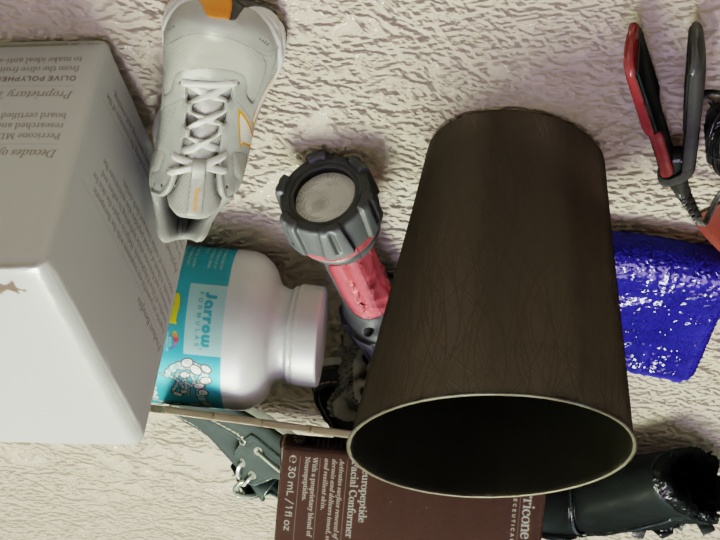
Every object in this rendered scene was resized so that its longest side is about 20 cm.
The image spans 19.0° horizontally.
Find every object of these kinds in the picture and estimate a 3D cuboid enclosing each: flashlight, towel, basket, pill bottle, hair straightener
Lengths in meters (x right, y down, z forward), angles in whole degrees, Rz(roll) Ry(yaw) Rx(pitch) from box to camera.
[{"bbox_3d":[0.000,0.000,1.423,0.068,0.068,0.200,8,151,21],"label":"flashlight"},{"bbox_3d":[0.145,0.021,1.447,0.199,0.050,0.148,7,152,0],"label":"towel"},{"bbox_3d":[0.084,0.017,1.295,0.179,0.201,0.136,-13,145,32],"label":"basket"},{"bbox_3d":[-0.124,0.037,1.477,0.198,0.111,0.111,4,152,5],"label":"pill bottle"},{"bbox_3d":[0.203,-0.080,1.256,0.076,0.041,0.200,-1,150,15],"label":"hair straightener"}]

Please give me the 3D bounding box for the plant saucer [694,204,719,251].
[{"bbox_3d":[0.346,-0.014,1.350,0.199,0.037,0.199,24,148,-30],"label":"plant saucer"}]

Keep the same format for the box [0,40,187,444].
[{"bbox_3d":[-0.234,-0.013,1.327,0.199,0.172,0.199,-1,144,14],"label":"box"}]

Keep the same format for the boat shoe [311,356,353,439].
[{"bbox_3d":[0.012,0.130,1.668,0.073,0.061,0.200,-2,150,20],"label":"boat shoe"}]

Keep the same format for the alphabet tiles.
[{"bbox_3d":[-0.066,0.109,1.536,0.166,0.008,0.200,8,176,-9],"label":"alphabet tiles"}]

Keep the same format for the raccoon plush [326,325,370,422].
[{"bbox_3d":[0.061,0.103,1.583,0.133,0.097,0.200,4,153,23],"label":"raccoon plush"}]

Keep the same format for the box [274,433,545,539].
[{"bbox_3d":[0.035,0.183,1.595,0.198,0.101,0.075,4,-176,-1],"label":"box"}]

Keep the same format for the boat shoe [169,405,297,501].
[{"bbox_3d":[-0.071,0.153,1.669,0.199,0.062,0.073,30,165,6],"label":"boat shoe"}]

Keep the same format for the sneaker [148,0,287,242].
[{"bbox_3d":[-0.088,-0.084,1.266,0.075,0.093,0.200,8,152,-3],"label":"sneaker"}]

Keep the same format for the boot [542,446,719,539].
[{"bbox_3d":[0.178,0.171,1.674,0.162,0.074,0.198,-12,159,39],"label":"boot"}]
